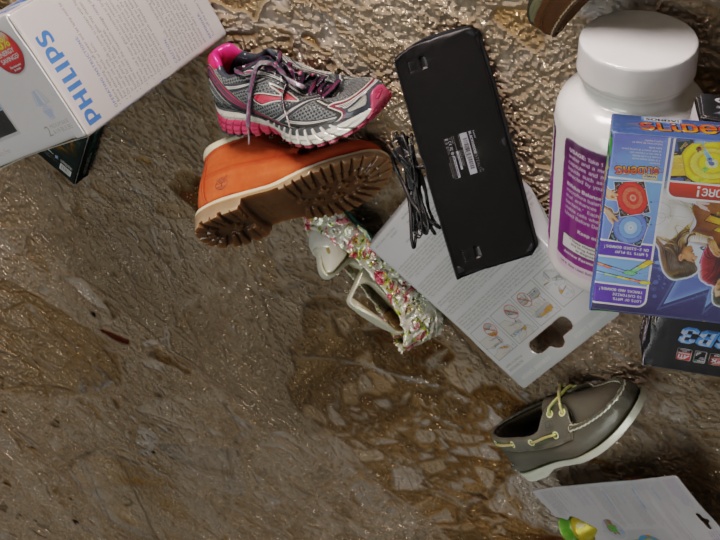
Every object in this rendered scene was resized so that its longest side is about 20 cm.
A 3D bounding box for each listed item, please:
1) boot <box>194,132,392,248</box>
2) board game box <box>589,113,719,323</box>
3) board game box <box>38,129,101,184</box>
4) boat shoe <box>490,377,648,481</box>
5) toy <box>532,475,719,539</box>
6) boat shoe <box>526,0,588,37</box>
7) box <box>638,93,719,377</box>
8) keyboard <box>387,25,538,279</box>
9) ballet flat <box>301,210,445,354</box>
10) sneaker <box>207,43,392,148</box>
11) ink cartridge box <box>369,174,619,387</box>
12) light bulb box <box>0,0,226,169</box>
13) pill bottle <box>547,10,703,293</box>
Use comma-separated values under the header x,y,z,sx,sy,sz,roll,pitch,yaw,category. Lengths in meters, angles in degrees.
x,y,z,sx,sy,sz,roll,pitch,yaw,category
-0.067,-0.100,1.185,0.200,0.107,0.075,-15,147,18,boot
0.258,-0.027,0.831,0.200,0.034,0.136,7,120,8,board game box
-0.370,-0.202,1.391,0.200,0.028,0.135,40,141,5,board game box
0.192,0.143,1.187,0.060,0.072,0.202,40,145,-4,boat shoe
0.272,0.235,1.222,0.115,0.047,0.200,49,145,-13,toy
0.181,-0.227,0.849,0.074,0.076,0.200,37,142,2,boat shoe
0.312,-0.010,0.878,0.200,0.050,0.199,9,121,7,box
0.074,-0.095,1.049,0.040,0.104,0.200,-119,13,-78,keyboard
0.000,0.000,1.220,0.200,0.064,0.076,44,163,-1,ballet flat
-0.063,-0.159,1.125,0.200,0.081,0.075,8,128,36,sneaker
0.122,-0.006,1.134,0.200,0.057,0.163,39,141,-2,ink cartridge box
-0.271,-0.203,1.168,0.198,0.200,0.125,-10,118,46,light bulb box
0.199,-0.086,0.940,0.112,0.112,0.200,21,137,26,pill bottle
